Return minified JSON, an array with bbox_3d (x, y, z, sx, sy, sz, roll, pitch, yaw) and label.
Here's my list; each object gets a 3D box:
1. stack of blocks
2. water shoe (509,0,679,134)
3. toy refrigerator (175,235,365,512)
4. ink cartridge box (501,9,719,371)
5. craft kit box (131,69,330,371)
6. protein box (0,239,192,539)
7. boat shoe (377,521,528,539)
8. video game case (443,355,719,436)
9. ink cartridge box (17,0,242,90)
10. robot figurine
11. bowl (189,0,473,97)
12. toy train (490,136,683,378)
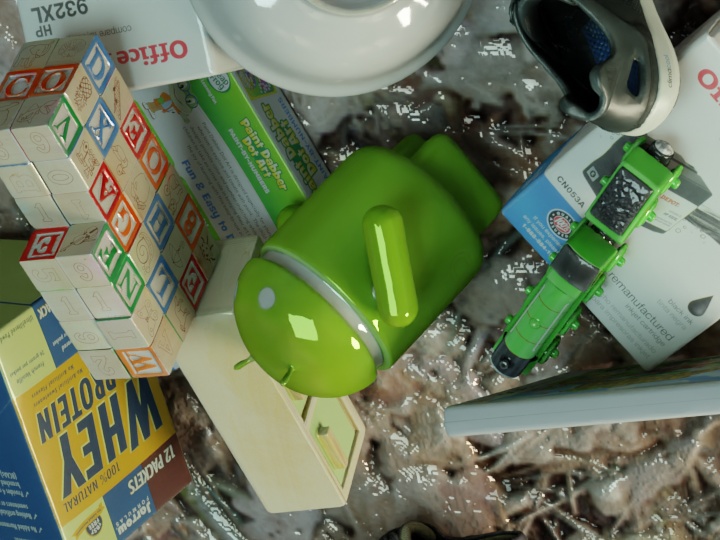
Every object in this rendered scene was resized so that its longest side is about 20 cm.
[{"bbox_3d":[-0.171,-0.039,1.679,0.058,0.115,0.200,-4,134,27],"label":"stack of blocks"},{"bbox_3d":[0.125,-0.173,1.561,0.072,0.079,0.200,-46,55,33],"label":"water shoe"},{"bbox_3d":[-0.065,0.074,1.814,0.070,0.076,0.200,-7,132,24],"label":"toy refrigerator"},{"bbox_3d":[0.211,-0.054,1.632,0.145,0.084,0.200,48,128,-1],"label":"ink cartridge box"},{"bbox_3d":[-0.113,-0.046,1.838,0.197,0.049,0.200,-22,104,38],"label":"craft kit box"},{"bbox_3d":[-0.262,0.096,1.910,0.198,0.135,0.201,4,121,39],"label":"protein box"},{"bbox_3d":[0.041,0.213,1.883,0.199,0.072,0.065,-1,103,32],"label":"boat shoe"},{"bbox_3d":[0.181,0.076,1.662,0.199,0.182,0.022,-7,92,31],"label":"video game case"},{"bbox_3d":[-0.154,-0.219,1.705,0.145,0.084,0.201,-7,99,30],"label":"ink cartridge box"},{"bbox_3d":[0.000,0.000,1.703,0.116,0.200,0.175,49,163,-19],"label":"robot figurine"},{"bbox_3d":[-0.011,-0.205,1.601,0.200,0.090,0.202,-1,97,-10],"label":"bowl"},{"bbox_3d":[0.136,-0.003,1.613,0.042,0.056,0.200,37,128,7],"label":"toy train"}]
